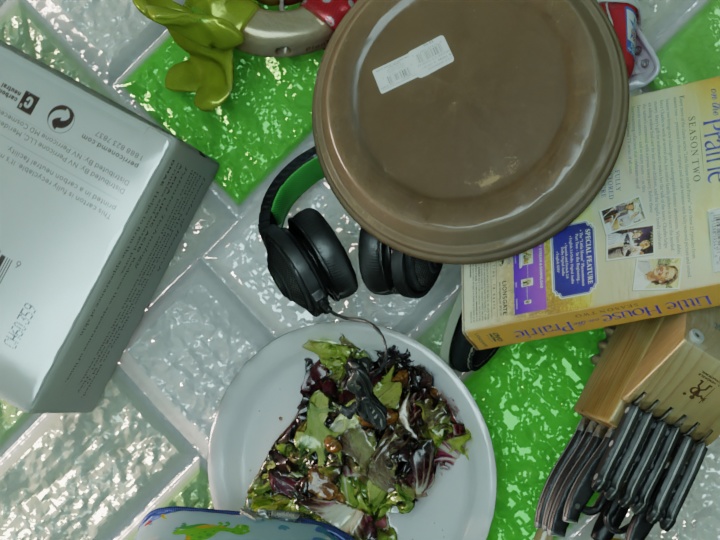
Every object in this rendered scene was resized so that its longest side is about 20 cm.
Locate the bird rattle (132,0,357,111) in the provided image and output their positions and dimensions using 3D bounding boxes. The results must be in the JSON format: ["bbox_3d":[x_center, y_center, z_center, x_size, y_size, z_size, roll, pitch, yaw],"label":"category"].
[{"bbox_3d":[-0.047,-0.188,1.225,0.199,0.113,0.164,-5,69,5],"label":"bird rattle"}]

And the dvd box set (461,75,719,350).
[{"bbox_3d":[0.157,-0.037,1.123,0.199,0.029,0.147,-12,57,20],"label":"dvd box set"}]

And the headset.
[{"bbox_3d":[0.000,0.000,1.192,0.123,0.094,0.201,-11,46,10],"label":"headset"}]

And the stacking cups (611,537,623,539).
[{"bbox_3d":[0.152,0.274,1.181,0.060,0.061,0.201,17,89,9],"label":"stacking cups"}]

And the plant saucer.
[{"bbox_3d":[0.063,-0.104,1.130,0.199,0.029,0.201,-3,80,15],"label":"plant saucer"}]

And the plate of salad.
[{"bbox_3d":[-0.010,0.134,1.207,0.199,0.048,0.201,2,95,18],"label":"plate of salad"}]

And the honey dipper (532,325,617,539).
[{"bbox_3d":[0.144,0.116,1.206,0.038,0.038,0.201,23,91,9],"label":"honey dipper"}]

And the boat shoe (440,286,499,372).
[{"bbox_3d":[0.126,-0.011,1.197,0.066,0.075,0.200,31,82,21],"label":"boat shoe"}]

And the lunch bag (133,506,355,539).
[{"bbox_3d":[-0.081,0.252,1.184,0.160,0.082,0.201,3,107,8],"label":"lunch bag"}]

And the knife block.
[{"bbox_3d":[0.178,0.077,1.162,0.064,0.201,0.176,30,130,-13],"label":"knife block"}]

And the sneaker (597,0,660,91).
[{"bbox_3d":[0.161,-0.191,1.183,0.112,0.071,0.201,38,100,43],"label":"sneaker"}]

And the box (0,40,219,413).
[{"bbox_3d":[-0.232,-0.036,1.222,0.198,0.131,0.201,28,90,9],"label":"box"}]
